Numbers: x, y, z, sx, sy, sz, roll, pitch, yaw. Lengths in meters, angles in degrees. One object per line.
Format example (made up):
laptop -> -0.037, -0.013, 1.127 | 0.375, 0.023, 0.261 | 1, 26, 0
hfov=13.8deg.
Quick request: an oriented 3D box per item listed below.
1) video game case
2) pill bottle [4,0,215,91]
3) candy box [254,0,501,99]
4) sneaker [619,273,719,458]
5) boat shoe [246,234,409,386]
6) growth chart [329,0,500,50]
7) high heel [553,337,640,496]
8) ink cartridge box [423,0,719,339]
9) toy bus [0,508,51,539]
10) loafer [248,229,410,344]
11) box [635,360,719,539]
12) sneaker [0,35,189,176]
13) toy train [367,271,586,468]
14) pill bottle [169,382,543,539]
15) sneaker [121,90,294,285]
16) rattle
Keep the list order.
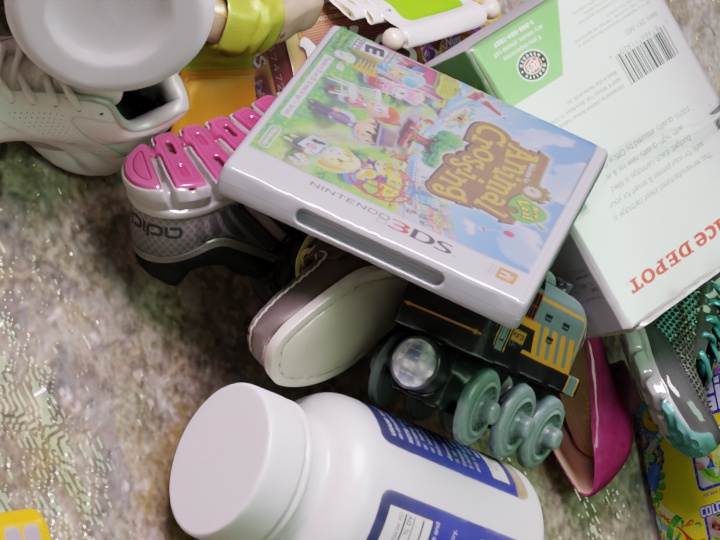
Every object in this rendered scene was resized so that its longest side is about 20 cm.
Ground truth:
video game case -> 0.034, -0.057, 1.672 | 0.181, 0.022, 0.200 | 25, 32, 5
pill bottle -> -0.134, -0.197, 1.617 | 0.112, 0.112, 0.201 | 36, 30, -28
candy box -> 0.011, -0.120, 1.856 | 0.199, 0.056, 0.117 | -1, 74, -45
sneaker -> 0.208, 0.028, 1.909 | 0.078, 0.091, 0.201 | 62, 10, -51
boat shoe -> 0.000, 0.000, 1.701 | 0.059, 0.072, 0.200 | 36, 48, 24
growth chart -> -0.012, -0.208, 1.842 | 0.200, 0.018, 0.145 | 42, 33, 8
high heel -> 0.116, 0.044, 1.876 | 0.200, 0.067, 0.096 | 53, 35, -19
ink cartridge box -> 0.149, -0.075, 1.842 | 0.146, 0.084, 0.201 | -32, 97, -27
toy bus -> -0.215, 0.171, 1.513 | 0.199, 0.065, 0.079 | -6, 76, -44
loafer -> 0.013, 0.007, 1.808 | 0.199, 0.071, 0.073 | 12, 99, -30
box -> 0.304, 0.160, 1.974 | 0.199, 0.122, 0.194 | 3, 70, -43
sneaker -> -0.179, -0.107, 1.635 | 0.199, 0.099, 0.078 | 3, 71, -43
toy train -> 0.077, 0.045, 1.732 | 0.114, 0.085, 0.200 | -66, 154, 0
pill bottle -> -0.004, 0.137, 1.690 | 0.199, 0.119, 0.120 | 25, 57, -35
sneaker -> -0.055, -0.044, 1.715 | 0.199, 0.088, 0.074 | -18, 44, -36
rattle -> -0.127, -0.165, 1.764 | 0.200, 0.143, 0.130 | 34, 49, 18
